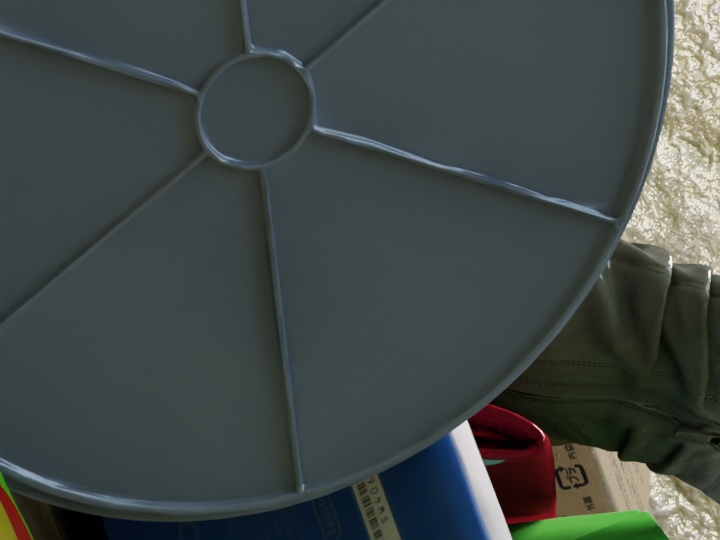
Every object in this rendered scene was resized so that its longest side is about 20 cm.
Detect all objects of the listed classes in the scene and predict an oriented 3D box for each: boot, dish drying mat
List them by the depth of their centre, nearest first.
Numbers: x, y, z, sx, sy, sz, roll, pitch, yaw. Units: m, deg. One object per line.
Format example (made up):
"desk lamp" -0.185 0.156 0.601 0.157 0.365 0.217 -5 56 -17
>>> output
"boot" 0.073 -0.002 0.818 0.200 0.130 0.068 83 20 -56
"dish drying mat" 0.021 0.063 0.848 0.200 0.077 0.018 72 21 -77

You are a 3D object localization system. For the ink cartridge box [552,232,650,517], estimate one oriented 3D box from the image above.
"ink cartridge box" 0.059 0.009 1.121 0.165 0.075 0.200 -81 154 -50

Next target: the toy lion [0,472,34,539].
"toy lion" -0.062 0.086 0.481 0.192 0.068 0.200 -120 -174 -61

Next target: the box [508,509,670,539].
"box" 0.066 0.181 0.806 0.200 0.096 0.177 -114 -161 -79

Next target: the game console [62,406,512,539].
"game console" -0.009 0.084 0.721 0.118 0.171 0.201 10 52 -52

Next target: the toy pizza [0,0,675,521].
"toy pizza" -0.027 -0.039 0.590 0.201 0.200 0.032 64 -8 -31
